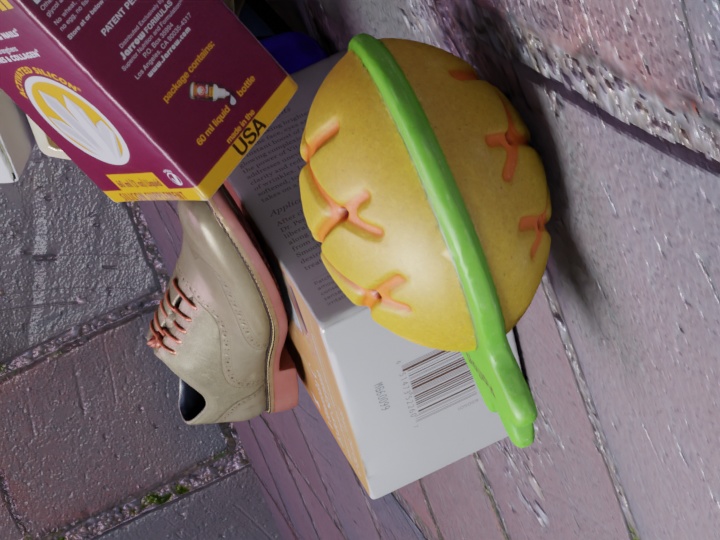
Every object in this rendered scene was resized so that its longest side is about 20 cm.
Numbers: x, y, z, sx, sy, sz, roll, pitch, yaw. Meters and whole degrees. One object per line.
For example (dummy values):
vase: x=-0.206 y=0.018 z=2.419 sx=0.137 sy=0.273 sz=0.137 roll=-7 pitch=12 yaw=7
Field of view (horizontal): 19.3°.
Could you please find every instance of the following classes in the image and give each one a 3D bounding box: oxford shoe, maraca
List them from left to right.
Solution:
oxford shoe: x=-0.083 y=0.026 z=1.169 sx=0.200 sy=0.075 sz=0.070 roll=80 pitch=166 yaw=-49
maraca: x=0.037 y=-0.014 z=0.949 sx=0.137 sy=0.107 sz=0.200 roll=-115 pitch=4 yaw=-69

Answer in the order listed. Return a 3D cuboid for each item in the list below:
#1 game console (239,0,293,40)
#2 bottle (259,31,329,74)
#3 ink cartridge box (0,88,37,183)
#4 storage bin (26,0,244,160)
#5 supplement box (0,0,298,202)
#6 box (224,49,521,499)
game console: x=-0.143 y=-0.164 z=1.402 sx=0.200 sy=0.177 sz=0.031 roll=-129 pitch=42 yaw=-57
bottle: x=-0.037 y=-0.057 z=1.356 sx=0.065 sy=0.083 sz=0.200 roll=56 pitch=168 yaw=45
ink cartridge box: x=-0.255 y=-0.140 z=1.274 sx=0.200 sy=0.145 sz=0.083 roll=-75 pitch=-25 yaw=-45
storage bin: x=-0.143 y=-0.198 z=1.242 sx=0.200 sy=0.094 sz=0.199 roll=-74 pitch=-24 yaw=-49
supplement box: x=-0.143 y=-0.131 z=1.081 sx=0.200 sy=0.086 sz=0.110 roll=47 pitch=157 yaw=-25
box: x=0.000 y=0.000 z=1.212 sx=0.200 sy=0.106 sz=0.152 roll=56 pitch=168 yaw=45
